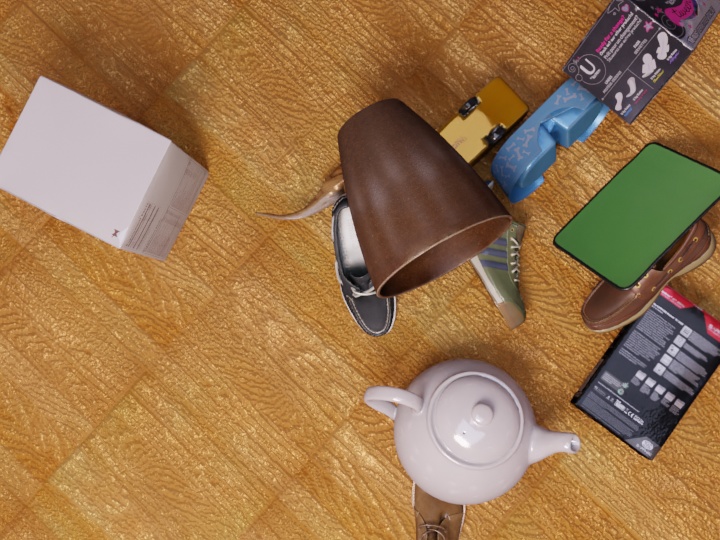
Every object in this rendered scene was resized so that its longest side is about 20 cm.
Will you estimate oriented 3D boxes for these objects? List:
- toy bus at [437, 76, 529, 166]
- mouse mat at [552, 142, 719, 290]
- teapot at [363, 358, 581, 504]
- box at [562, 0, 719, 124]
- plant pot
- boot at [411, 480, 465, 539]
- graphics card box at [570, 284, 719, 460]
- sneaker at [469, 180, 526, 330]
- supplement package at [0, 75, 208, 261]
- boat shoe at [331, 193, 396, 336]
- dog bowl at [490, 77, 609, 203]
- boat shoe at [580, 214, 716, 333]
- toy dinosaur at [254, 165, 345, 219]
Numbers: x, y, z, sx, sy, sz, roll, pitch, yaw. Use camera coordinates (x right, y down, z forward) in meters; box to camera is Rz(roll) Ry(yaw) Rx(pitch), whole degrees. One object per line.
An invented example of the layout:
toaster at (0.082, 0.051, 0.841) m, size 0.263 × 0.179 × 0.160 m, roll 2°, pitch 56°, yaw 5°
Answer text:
toy bus at (0.132, -0.168, 1.209) m, size 0.200 × 0.078 × 0.065 m, roll -43°, pitch 86°, yaw -1°
mouse mat at (0.360, -0.075, 1.168) m, size 0.200 × 0.161 × 0.008 m, roll -44°, pitch 127°, yaw -1°
teapot at (0.133, 0.193, 1.130) m, size 0.199 × 0.146 × 0.198 m, roll -28°, pitch 74°, yaw -13°
box at (0.361, -0.303, 1.133) m, size 0.114 × 0.132 × 0.200 m, roll 38°, pitch 47°, yaw 5°
plant pot at (0.055, -0.100, 1.100) m, size 0.186 × 0.187 × 0.201 m, roll -29°, pitch 77°, yaw 1°
boot at (0.100, 0.336, 1.177) m, size 0.073 × 0.075 × 0.202 m, roll 1°, pitch 84°, yaw 7°
graphics card box at (0.385, 0.131, 1.187) m, size 0.125 × 0.051 × 0.201 m, roll 35°, pitch 87°, yaw 6°
sneaker at (0.186, -0.029, 1.201) m, size 0.089 × 0.067 × 0.201 m, roll -30°, pitch 82°, yaw 6°
supplement package at (-0.330, -0.124, 1.172) m, size 0.190 × 0.200 × 0.148 m, roll 26°, pitch 88°, yaw 4°
boat shoe at (0.000, 0.000, 1.191) m, size 0.075 × 0.060 × 0.202 m, roll -17°, pitch 103°, yaw 7°
dog bowl at (0.251, -0.179, 1.192) m, size 0.200 × 0.111 × 0.050 m, roll -44°, pitch 71°, yaw 0°
boat shoe at (0.361, -0.001, 1.159) m, size 0.200 × 0.067 × 0.072 m, roll -40°, pitch 50°, yaw 10°
toy dinosaur at (-0.034, -0.106, 1.234) m, size 0.106 × 0.060 × 0.200 m, roll 40°, pitch 79°, yaw 18°
